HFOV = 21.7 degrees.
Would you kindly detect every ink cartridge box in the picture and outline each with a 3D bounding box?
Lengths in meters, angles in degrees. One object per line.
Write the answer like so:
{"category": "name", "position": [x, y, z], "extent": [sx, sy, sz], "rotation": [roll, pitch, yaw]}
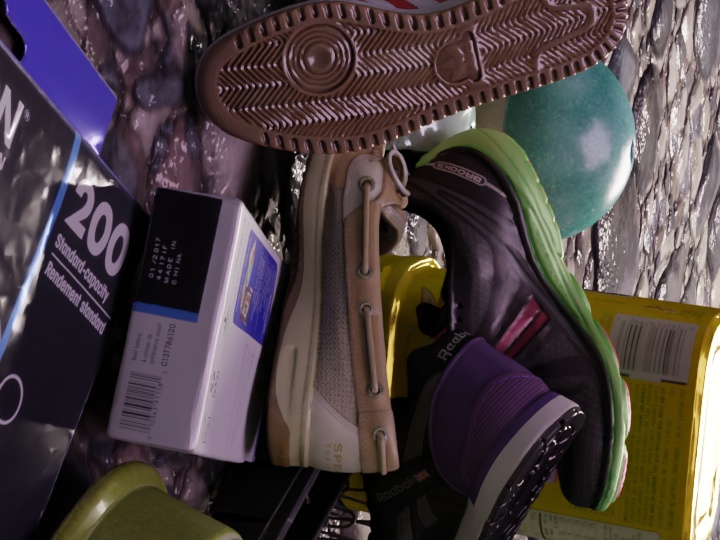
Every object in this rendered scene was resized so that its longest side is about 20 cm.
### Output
{"category": "ink cartridge box", "position": [-0.137, -0.024, 0.639], "extent": [0.198, 0.043, 0.200], "rotation": [57, 45, -58]}
{"category": "ink cartridge box", "position": [-0.064, 0.030, 0.798], "extent": [0.200, 0.039, 0.100], "rotation": [65, 35, -81]}

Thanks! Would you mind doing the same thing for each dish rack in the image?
{"category": "dish rack", "position": [-0.028, 0.167, 0.959], "extent": [0.153, 0.054, 0.200], "rotation": [-57, 148, -45]}

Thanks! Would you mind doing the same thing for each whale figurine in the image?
{"category": "whale figurine", "position": [0.134, -0.087, 1.203], "extent": [0.200, 0.104, 0.159], "rotation": [-22, 117, -65]}

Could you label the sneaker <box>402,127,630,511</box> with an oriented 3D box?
{"category": "sneaker", "position": [0.074, 0.030, 0.943], "extent": [0.077, 0.084, 0.200], "rotation": [104, -37, -81]}

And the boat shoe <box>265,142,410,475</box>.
{"category": "boat shoe", "position": [0.000, 0.000, 0.890], "extent": [0.073, 0.063, 0.201], "rotation": [89, 9, -61]}

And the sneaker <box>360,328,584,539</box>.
{"category": "sneaker", "position": [0.034, 0.107, 0.929], "extent": [0.076, 0.088, 0.200], "rotation": [-31, 155, -46]}

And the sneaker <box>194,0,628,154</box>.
{"category": "sneaker", "position": [0.012, -0.112, 0.881], "extent": [0.112, 0.200, 0.071], "rotation": [-129, -152, -63]}

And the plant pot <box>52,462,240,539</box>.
{"category": "plant pot", "position": [-0.029, 0.195, 0.718], "extent": [0.200, 0.190, 0.200], "rotation": [15, 90, -78]}

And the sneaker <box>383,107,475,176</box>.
{"category": "sneaker", "position": [0.050, -0.099, 1.027], "extent": [0.200, 0.074, 0.118], "rotation": [0, 91, -58]}

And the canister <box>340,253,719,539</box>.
{"category": "canister", "position": [0.096, 0.077, 1.038], "extent": [0.087, 0.200, 0.149], "rotation": [-20, 117, -65]}
